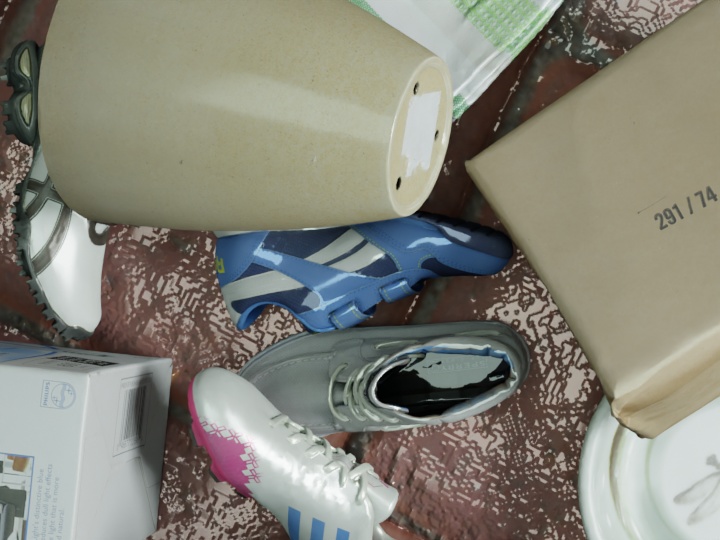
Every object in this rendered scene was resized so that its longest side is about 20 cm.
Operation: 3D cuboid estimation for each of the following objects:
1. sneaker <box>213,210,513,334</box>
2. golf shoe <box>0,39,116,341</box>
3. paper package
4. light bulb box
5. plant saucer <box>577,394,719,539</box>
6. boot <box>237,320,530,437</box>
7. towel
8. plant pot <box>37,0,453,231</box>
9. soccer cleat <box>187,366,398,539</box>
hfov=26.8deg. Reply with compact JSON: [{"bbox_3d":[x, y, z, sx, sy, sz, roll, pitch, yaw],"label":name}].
[{"bbox_3d":[0.000,0.000,0.969,0.199,0.074,0.083,0,90,16],"label":"sneaker"},{"bbox_3d":[-0.177,-0.055,0.988,0.094,0.078,0.201,-6,91,7],"label":"golf shoe"},{"bbox_3d":[0.195,-0.034,0.897,0.200,0.103,0.191,-34,63,8],"label":"paper package"},{"bbox_3d":[-0.240,0.108,0.937,0.199,0.198,0.126,6,90,6],"label":"light bulb box"},{"bbox_3d":[0.236,0.133,0.948,0.199,0.050,0.201,0,91,8],"label":"plant saucer"},{"bbox_3d":[0.007,0.068,0.954,0.199,0.096,0.074,-12,89,8],"label":"boot"},{"bbox_3d":[0.069,-0.211,0.920,0.149,0.031,0.200,44,99,1],"label":"towel"},{"bbox_3d":[-0.053,-0.100,0.892,0.199,0.187,0.188,14,93,22],"label":"plant pot"},{"bbox_3d":[-0.029,0.129,0.947,0.086,0.070,0.200,-22,118,21],"label":"soccer cleat"}]
